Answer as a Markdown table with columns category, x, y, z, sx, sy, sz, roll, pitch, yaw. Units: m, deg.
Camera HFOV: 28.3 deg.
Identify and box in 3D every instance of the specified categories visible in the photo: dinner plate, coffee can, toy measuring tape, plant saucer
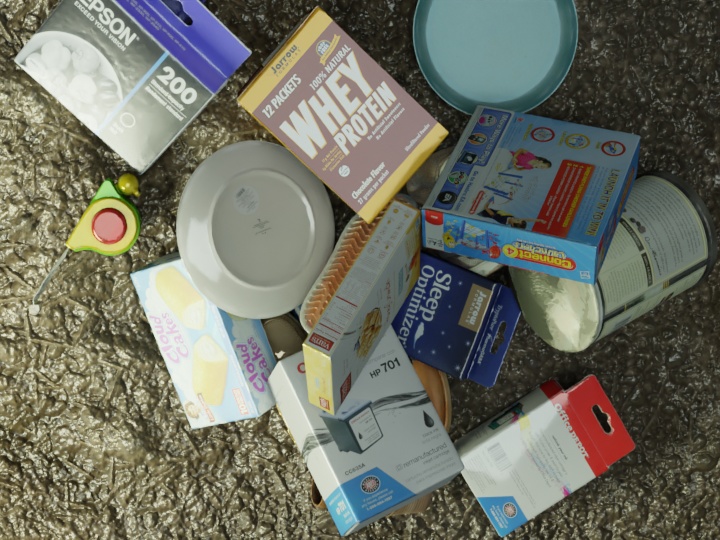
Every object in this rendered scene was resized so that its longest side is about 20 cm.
| category | x | y | z | sx | sy | sz | roll | pitch | yaw |
| --- | --- | --- | --- | --- | --- | --- | --- | --- | --- |
| dinner plate | -0.113 | -0.047 | 1.619 | 0.197 | 0.024 | 0.204 | 2 | 86 | -28 |
| coffee can | 0.290 | -0.013 | 1.639 | 0.198 | 0.146 | 0.148 | -25 | 101 | -30 |
| toy measuring tape | -0.310 | -0.021 | 1.669 | 0.073 | 0.074 | 0.201 | 32 | 95 | -8 |
| plant saucer | 0.158 | -0.282 | 1.688 | 0.197 | 0.027 | 0.204 | -1 | 99 | -5 |

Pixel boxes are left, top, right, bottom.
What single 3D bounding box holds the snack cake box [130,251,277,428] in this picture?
| category | x | y | z | sx | sy | sz | roll | pitch | yaw |
| --- | --- | --- | --- | --- | --- | --- | --- | --- | --- |
| snack cake box | -0.176 | 0.075 | 1.667 | 0.114 | 0.067 | 0.203 | -14 | 101 | 36 |

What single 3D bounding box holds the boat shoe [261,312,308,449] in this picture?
| category | x | y | z | sx | sy | sz | roll | pitch | yaw |
| --- | --- | --- | --- | --- | --- | --- | --- | --- | --- |
| boat shoe | -0.070 | 0.143 | 1.711 | 0.073 | 0.069 | 0.202 | -24 | 100 | -1 |

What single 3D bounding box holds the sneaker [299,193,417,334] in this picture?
| category | x | y | z | sx | sy | sz | roll | pitch | yaw |
| --- | --- | --- | --- | --- | --- | --- | --- | --- | --- |
| sneaker | 0.000 | 0.000 | 1.671 | 0.071 | 0.080 | 0.201 | 34 | 80 | 16 |

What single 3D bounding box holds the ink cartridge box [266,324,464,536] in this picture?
| category | x | y | z | sx | sy | sz | roll | pitch | yaw |
| --- | --- | --- | --- | --- | --- | --- | --- | --- | --- |
| ink cartridge box | 0.004 | 0.173 | 1.613 | 0.145 | 0.086 | 0.202 | -23 | 78 | -20 |

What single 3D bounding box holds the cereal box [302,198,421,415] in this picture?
| category | x | y | z | sx | sy | sz | roll | pitch | yaw |
| --- | --- | --- | --- | --- | --- | --- | --- | --- | --- |
| cereal box | 0.004 | 0.041 | 1.538 | 0.039 | 0.144 | 0.201 | 25 | 65 | 15 |

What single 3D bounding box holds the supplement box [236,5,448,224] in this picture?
| category | x | y | z | sx | sy | sz | roll | pitch | yaw |
| --- | --- | --- | --- | --- | --- | --- | --- | --- | --- |
| supplement box | -0.025 | -0.177 | 1.601 | 0.197 | 0.200 | 0.133 | 42 | 94 | -9 |

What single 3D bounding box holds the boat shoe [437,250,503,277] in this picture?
| category | x | y | z | sx | sy | sz | roll | pitch | yaw |
| --- | --- | --- | --- | --- | --- | --- | --- | --- | --- |
| boat shoe | 0.180 | -0.057 | 1.702 | 0.199 | 0.072 | 0.065 | -36 | 104 | 7 |

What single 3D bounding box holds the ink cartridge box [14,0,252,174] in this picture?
| category | x | y | z | sx | sy | sz | roll | pitch | yaw |
| --- | --- | --- | --- | --- | --- | --- | --- | --- | --- |
| ink cartridge box | -0.258 | -0.242 | 1.615 | 0.198 | 0.044 | 0.200 | 42 | 115 | -11 |

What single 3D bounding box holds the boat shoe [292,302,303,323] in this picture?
| category | x | y | z | sx | sy | sz | roll | pitch | yaw |
| --- | --- | --- | --- | --- | --- | --- | --- | --- | --- |
| boat shoe | -0.076 | -0.030 | 1.685 | 0.072 | 0.072 | 0.202 | -23 | 104 | -10 |

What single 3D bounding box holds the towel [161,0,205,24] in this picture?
| category | x | y | z | sx | sy | sz | roll | pitch | yaw |
| --- | --- | --- | --- | --- | --- | --- | --- | --- | --- |
| towel | -0.264 | -0.362 | 1.634 | 0.199 | 0.050 | 0.148 | 39 | 90 | -11 |

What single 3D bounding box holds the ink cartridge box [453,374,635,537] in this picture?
| category | x | y | z | sx | sy | sz | roll | pitch | yaw |
| --- | --- | --- | --- | --- | --- | --- | --- | --- | --- |
| ink cartridge box | 0.221 | 0.217 | 1.746 | 0.199 | 0.067 | 0.117 | -32 | 100 | 1 |

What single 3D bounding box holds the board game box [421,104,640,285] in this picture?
| category | x | y | z | sx | sy | sz | roll | pitch | yaw |
| --- | --- | --- | --- | --- | --- | --- | --- | --- | --- |
| board game box | 0.189 | -0.088 | 1.565 | 0.193 | 0.201 | 0.056 | 13 | 135 | 18 |

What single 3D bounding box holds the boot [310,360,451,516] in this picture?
| category | x | y | z | sx | sy | sz | roll | pitch | yaw |
| --- | --- | --- | --- | --- | --- | --- | --- | --- | --- |
| boot | 0.020 | 0.193 | 1.697 | 0.153 | 0.076 | 0.203 | 8 | 99 | -29 |

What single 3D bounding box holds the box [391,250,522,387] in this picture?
| category | x | y | z | sx | sy | sz | roll | pitch | yaw |
| --- | --- | --- | --- | --- | --- | --- | --- | --- | --- |
| box | 0.085 | 0.047 | 1.688 | 0.198 | 0.032 | 0.123 | 22 | 97 | 18 |

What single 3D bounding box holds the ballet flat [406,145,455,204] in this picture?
| category | x | y | z | sx | sy | sz | roll | pitch | yaw |
| --- | --- | --- | --- | --- | --- | --- | --- | --- | --- |
| ballet flat | 0.151 | -0.122 | 1.691 | 0.197 | 0.067 | 0.069 | -16 | 96 | -2 |
